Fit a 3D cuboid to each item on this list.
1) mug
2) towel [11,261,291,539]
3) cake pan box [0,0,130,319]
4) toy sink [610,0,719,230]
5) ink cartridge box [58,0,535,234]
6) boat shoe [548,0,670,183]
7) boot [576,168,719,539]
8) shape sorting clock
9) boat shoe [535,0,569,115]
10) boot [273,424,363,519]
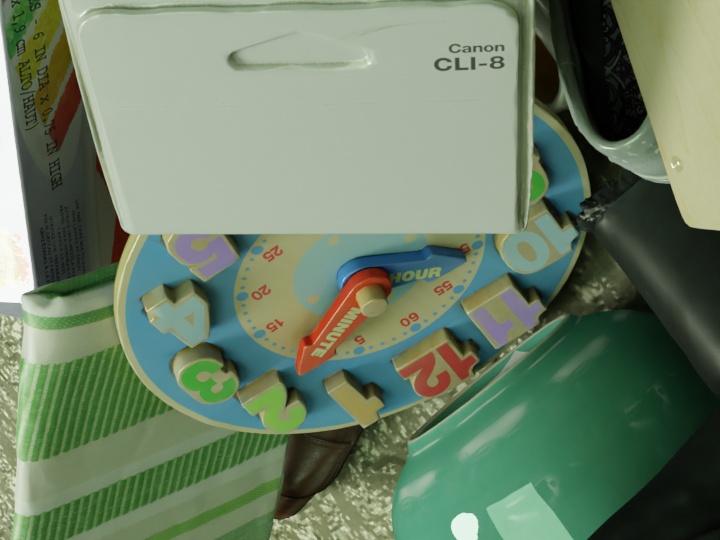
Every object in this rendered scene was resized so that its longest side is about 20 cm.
[{"bbox_3d":[0.077,0.097,0.794,0.185,0.152,0.114,-39,90,27],"label":"mug"},{"bbox_3d":[-0.088,0.072,0.832,0.023,0.152,0.200,39,134,34],"label":"towel"},{"bbox_3d":[-0.109,-0.106,0.798,0.052,0.184,0.201,10,117,24],"label":"cake pan box"},{"bbox_3d":[0.191,-0.110,0.634,0.112,0.200,0.131,9,124,63],"label":"toy sink"},{"bbox_3d":[-0.014,-0.129,0.650,0.145,0.200,0.145,0,141,5],"label":"ink cartridge box"},{"bbox_3d":[0.098,-0.133,0.683,0.070,0.071,0.201,-10,81,33],"label":"boat shoe"},{"bbox_3d":[0.131,0.033,0.696,0.073,0.198,0.163,79,166,-64],"label":"boot"},{"bbox_3d":[0.000,0.000,0.768,0.200,0.200,0.039,-59,42,37],"label":"shape sorting clock"},{"bbox_3d":[0.015,-0.129,0.778,0.200,0.070,0.071,39,128,10],"label":"boat shoe"},{"bbox_3d":[-0.048,0.007,0.890,0.186,0.064,0.200,36,132,-4],"label":"boot"}]
